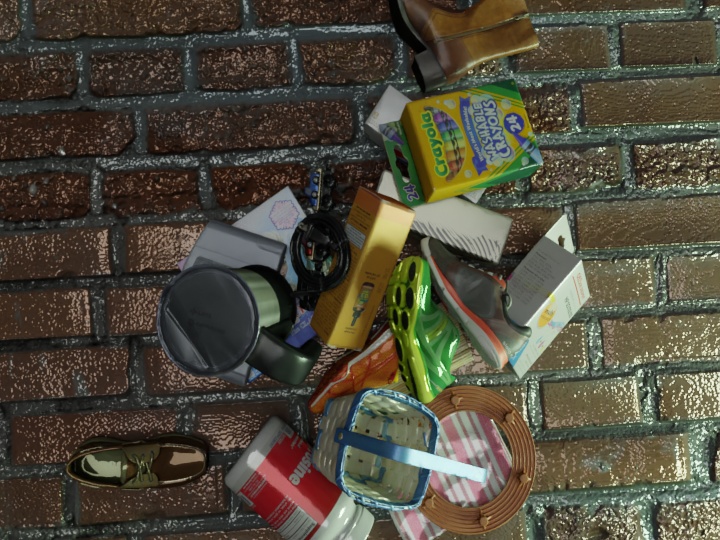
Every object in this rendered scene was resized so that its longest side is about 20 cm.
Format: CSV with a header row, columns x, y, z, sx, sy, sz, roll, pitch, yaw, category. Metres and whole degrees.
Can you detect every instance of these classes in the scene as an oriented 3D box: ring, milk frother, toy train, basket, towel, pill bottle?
x,y,z,sx,sy,sz,roll,pitch,yaw,category
0.153,0.268,0.861,0.193,0.019,0.208,0,84,1,ring
-0.112,0.018,0.722,0.175,0.188,0.207,13,92,5,milk frother
-0.063,-0.047,0.852,0.044,0.034,0.208,6,87,11,toy train
0.039,0.226,0.767,0.174,0.197,0.143,28,74,-36,basket
0.122,0.293,0.880,0.196,0.030,0.150,-28,87,-2,towel
-0.081,0.307,0.833,0.199,0.112,0.113,41,87,0,pill bottle

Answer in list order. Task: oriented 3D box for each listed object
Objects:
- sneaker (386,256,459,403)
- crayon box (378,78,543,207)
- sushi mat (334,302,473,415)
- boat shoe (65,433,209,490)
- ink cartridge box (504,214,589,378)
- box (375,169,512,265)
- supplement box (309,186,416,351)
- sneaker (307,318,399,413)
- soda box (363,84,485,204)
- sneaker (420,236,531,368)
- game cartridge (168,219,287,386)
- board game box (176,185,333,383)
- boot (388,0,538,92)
x,y,z,sx,sy,sz,roll,pitch,yaw,category
0.085,0.072,0.805,0.082,0.074,0.206,-20,115,-24,sneaker
0.135,-0.173,0.827,0.194,0.052,0.130,-16,80,-11,crayon box
0.065,0.131,0.895,0.196,0.012,0.098,-27,87,-2,sushi mat
-0.312,0.274,0.848,0.193,0.074,0.079,-3,87,-1,boat shoe
0.252,0.037,0.847,0.201,0.115,0.068,-49,54,-3,ink cartridge box
0.111,-0.073,0.873,0.194,0.082,0.070,20,88,1,box
0.000,0.000,0.805,0.065,0.068,0.206,13,103,-37,supplement box
0.011,0.143,0.853,0.198,0.073,0.078,-37,97,0,sneaker
0.100,-0.177,0.886,0.197,0.064,0.069,36,87,1,soda box
0.151,0.028,0.797,0.081,0.077,0.203,-31,65,-2,sneaker
-0.190,0.042,0.842,0.129,0.041,0.206,16,88,4,game cartridge
-0.131,0.020,0.882,0.197,0.041,0.202,-34,88,-3,board game box
0.150,-0.388,0.896,0.195,0.068,0.193,-24,88,-3,boot
